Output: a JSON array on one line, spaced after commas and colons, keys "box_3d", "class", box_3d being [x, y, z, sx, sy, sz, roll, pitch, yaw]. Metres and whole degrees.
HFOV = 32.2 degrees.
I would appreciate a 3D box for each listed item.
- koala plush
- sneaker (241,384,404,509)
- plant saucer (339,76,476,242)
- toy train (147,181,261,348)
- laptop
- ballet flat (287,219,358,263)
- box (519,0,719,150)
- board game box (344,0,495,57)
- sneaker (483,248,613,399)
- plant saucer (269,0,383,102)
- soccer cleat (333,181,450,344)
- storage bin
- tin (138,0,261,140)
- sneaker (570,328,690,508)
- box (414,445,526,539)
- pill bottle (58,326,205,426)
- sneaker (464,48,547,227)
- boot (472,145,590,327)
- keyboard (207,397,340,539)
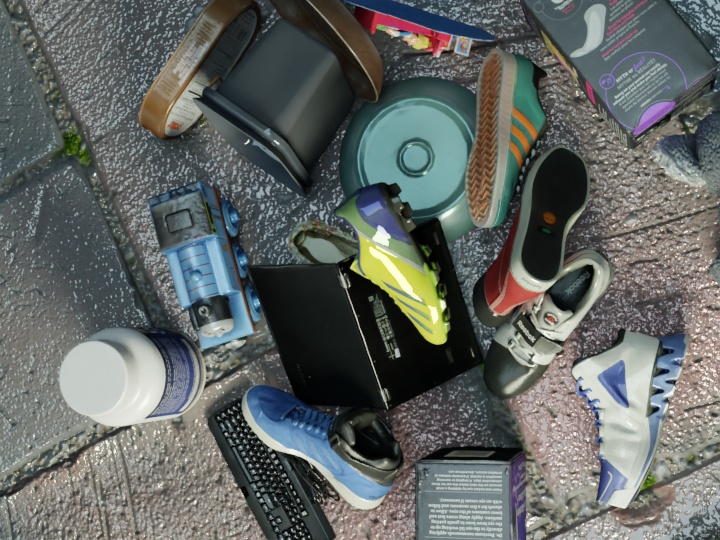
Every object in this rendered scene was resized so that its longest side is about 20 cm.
[{"box_3d": [0.415, -0.093, 1.291, 0.177, 0.184, 0.200, -30, 69, 10], "class": "koala plush"}, {"box_3d": [-0.039, 0.175, 1.404, 0.200, 0.077, 0.111, 39, 136, 10], "class": "sneaker"}, {"box_3d": [0.067, -0.128, 1.438, 0.199, 0.036, 0.201, -1, 87, 14], "class": "plant saucer"}, {"box_3d": [-0.180, -0.006, 1.453, 0.086, 0.114, 0.201, -17, 83, 13], "class": "toy train"}, {"box_3d": [0.006, 0.050, 1.412, 0.200, 0.116, 0.188, -25, 113, -14], "class": "laptop"}, {"box_3d": [0.000, 0.000, 1.434, 0.200, 0.064, 0.076, 22, 92, 14], "class": "ballet flat"}, {"box_3d": [0.279, -0.250, 1.355, 0.122, 0.106, 0.200, -37, 79, 8], "class": "box"}, {"box_3d": [0.050, -0.270, 1.395, 0.200, 0.158, 0.039, 21, 108, 14], "class": "board game box"}, {"box_3d": [0.199, 0.056, 1.370, 0.074, 0.088, 0.200, 37, 97, 12], "class": "sneaker"}, {"box_3d": [-0.039, -0.273, 1.393, 0.034, 0.200, 0.200, -42, 78, -5], "class": "plant saucer"}, {"box_3d": [0.036, -0.002, 1.319, 0.084, 0.065, 0.200, -22, 117, 10], "class": "soccer cleat"}, {"box_3d": [-0.091, -0.192, 1.410, 0.145, 0.200, 0.134, 35, 84, 13], "class": "storage bin"}, {"box_3d": [-0.188, -0.241, 1.469, 0.042, 0.112, 0.200, 37, 97, 13], "class": "tin"}, {"box_3d": [0.275, 0.150, 1.355, 0.115, 0.081, 0.200, 18, 85, 18], "class": "sneaker"}, {"box_3d": [0.121, 0.297, 1.345, 0.104, 0.148, 0.201, -2, 88, 13], "class": "box"}, {"box_3d": [-0.261, 0.120, 1.422, 0.111, 0.200, 0.111, -1, 87, 14], "class": "pill bottle"}, {"box_3d": [0.170, -0.142, 1.384, 0.080, 0.071, 0.201, 10, 85, -26], "class": "sneaker"}, {"box_3d": [0.182, -0.036, 1.388, 0.072, 0.144, 0.200, 28, 57, -7], "class": "boot"}, {"box_3d": [-0.101, 0.238, 1.459, 0.104, 0.040, 0.200, -32, 81, 11], "class": "keyboard"}]
